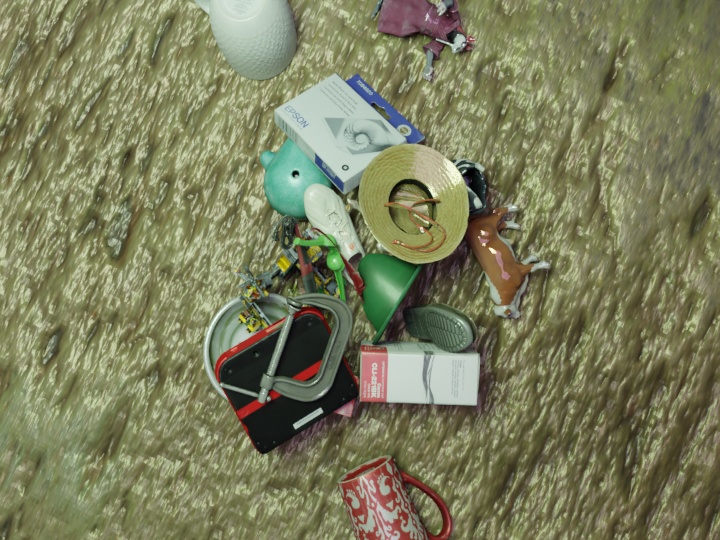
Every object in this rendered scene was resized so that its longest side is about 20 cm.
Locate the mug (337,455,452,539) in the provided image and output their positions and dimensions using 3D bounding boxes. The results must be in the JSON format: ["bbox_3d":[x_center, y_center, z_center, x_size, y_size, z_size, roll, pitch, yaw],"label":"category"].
[{"bbox_3d":[0.056,0.434,1.059,0.132,0.176,0.204,-28,82,35],"label":"mug"}]

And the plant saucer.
[{"bbox_3d":[-0.180,0.141,1.077,0.194,0.050,0.207,2,84,-16],"label":"plant saucer"}]

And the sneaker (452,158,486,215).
[{"bbox_3d":[0.156,-0.107,1.055,0.079,0.129,0.201,37,85,-12],"label":"sneaker"}]

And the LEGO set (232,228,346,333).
[{"bbox_3d":[-0.110,0.028,1.027,0.198,0.116,0.156,-32,84,-31],"label":"LEGO set"}]

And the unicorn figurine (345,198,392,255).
[{"bbox_3d":[0.029,-0.114,1.074,0.135,0.073,0.206,17,71,-42],"label":"unicorn figurine"}]

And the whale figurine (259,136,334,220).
[{"bbox_3d":[-0.105,-0.195,1.077,0.154,0.104,0.206,10,85,1],"label":"whale figurine"}]

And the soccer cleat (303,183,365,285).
[{"bbox_3d":[-0.034,-0.059,1.044,0.068,0.078,0.203,-31,120,-6],"label":"soccer cleat"}]

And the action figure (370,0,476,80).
[{"bbox_3d":[0.121,-0.455,1.109,0.196,0.135,0.151,23,45,-11],"label":"action figure"}]

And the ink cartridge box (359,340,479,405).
[{"bbox_3d":[0.096,0.172,1.040,0.194,0.144,0.086,1,91,0],"label":"ink cartridge box"}]

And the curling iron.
[{"bbox_3d":[-0.096,0.005,0.976,0.049,0.026,0.204,-25,116,-15],"label":"curling iron"}]

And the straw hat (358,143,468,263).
[{"bbox_3d":[0.082,-0.098,1.011,0.195,0.085,0.207,2,74,-7],"label":"straw hat"}]

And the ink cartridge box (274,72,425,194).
[{"bbox_3d":[-0.016,-0.255,1.052,0.199,0.041,0.200,-37,69,-22],"label":"ink cartridge box"}]

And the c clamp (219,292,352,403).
[{"bbox_3d":[-0.103,0.123,0.947,0.168,0.027,0.204,24,93,-18],"label":"c clamp"}]

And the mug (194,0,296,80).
[{"bbox_3d":[-0.212,-0.448,1.052,0.197,0.175,0.150,29,88,1],"label":"mug"}]

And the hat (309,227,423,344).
[{"bbox_3d":[0.000,0.000,1.023,0.174,0.202,0.167,31,46,4],"label":"hat"}]

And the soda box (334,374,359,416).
[{"bbox_3d":[-0.104,0.190,1.035,0.195,0.063,0.072,18,79,-13],"label":"soda box"}]

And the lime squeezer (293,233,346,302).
[{"bbox_3d":[-0.049,-0.014,1.001,0.037,0.201,0.072,-10,52,18],"label":"lime squeezer"}]

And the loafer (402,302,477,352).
[{"bbox_3d":[0.141,0.083,1.028,0.068,0.199,0.077,-19,102,-21],"label":"loafer"}]

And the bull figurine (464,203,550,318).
[{"bbox_3d":[0.261,-0.016,1.090,0.119,0.065,0.204,-28,90,-5],"label":"bull figurine"}]

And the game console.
[{"bbox_3d":[-0.118,0.175,0.982,0.197,0.031,0.180,-29,106,-9],"label":"game console"}]
